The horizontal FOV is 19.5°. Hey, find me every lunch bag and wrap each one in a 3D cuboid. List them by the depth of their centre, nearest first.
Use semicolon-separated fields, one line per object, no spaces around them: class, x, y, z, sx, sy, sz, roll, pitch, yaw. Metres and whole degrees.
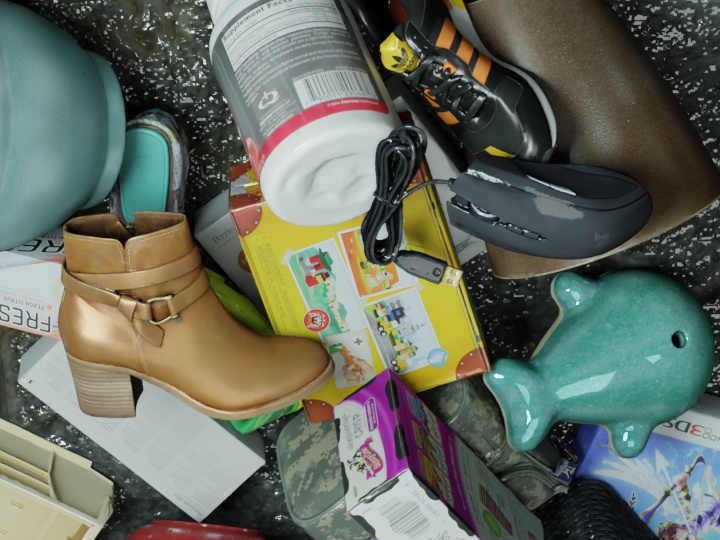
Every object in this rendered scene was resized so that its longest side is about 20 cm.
lunch bag;0.057;0.166;1.718;0.200;0.139;0.168;-37;124;12

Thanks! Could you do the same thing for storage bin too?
storage bin;-0.336;0.225;1.736;0.198;0.094;0.200;28;111;-17
storage bin;0.206;0.290;1.766;0.135;0.094;0.200;-36;117;16

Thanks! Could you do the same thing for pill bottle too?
pill bottle;-0.045;-0.139;1.505;0.111;0.200;0.111;-15;146;-11

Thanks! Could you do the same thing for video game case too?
video game case;0.260;0.196;1.797;0.181;0.045;0.200;16;115;-11

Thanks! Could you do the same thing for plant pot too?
plant pot;-0.256;-0.105;1.533;0.134;0.200;0.200;0;121;-36
plant pot;0.151;-0.122;1.563;0.187;0.187;0.200;-21;100;6

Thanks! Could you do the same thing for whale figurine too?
whale figurine;0.196;0.073;1.653;0.200;0.104;0.159;-21;92;-30

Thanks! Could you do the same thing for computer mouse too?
computer mouse;0.096;-0.023;1.464;0.200;0.046;0.140;12;137;-8

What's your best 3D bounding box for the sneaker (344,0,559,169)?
sneaker;0.056;-0.138;1.482;0.090;0.200;0.070;-3;139;-43

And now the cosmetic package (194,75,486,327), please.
cosmetic package;-0.008;-0.037;1.652;0.200;0.052;0.151;-34;113;13

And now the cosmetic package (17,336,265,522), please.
cosmetic package;-0.178;0.114;1.715;0.083;0.051;0.200;-43;112;13

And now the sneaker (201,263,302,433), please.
sneaker;-0.105;0.068;1.649;0.084;0.074;0.200;-40;137;-8

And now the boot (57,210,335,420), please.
boot;-0.120;0.025;1.525;0.200;0.077;0.155;-1;117;2

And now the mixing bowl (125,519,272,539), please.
mixing bowl;-0.133;0.266;1.739;0.200;0.200;0.108;7;81;-8

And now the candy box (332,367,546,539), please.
candy box;0.066;0.185;1.569;0.061;0.136;0.200;-37;116;15

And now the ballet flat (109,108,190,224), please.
ballet flat;-0.165;-0.036;1.629;0.072;0.072;0.200;5;118;-7

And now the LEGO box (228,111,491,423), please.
LEGO box;0.000;0.000;1.599;0.149;0.077;0.200;-17;117;5

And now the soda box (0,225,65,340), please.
soda box;-0.263;0.001;1.604;0.200;0.064;0.068;13;117;14
